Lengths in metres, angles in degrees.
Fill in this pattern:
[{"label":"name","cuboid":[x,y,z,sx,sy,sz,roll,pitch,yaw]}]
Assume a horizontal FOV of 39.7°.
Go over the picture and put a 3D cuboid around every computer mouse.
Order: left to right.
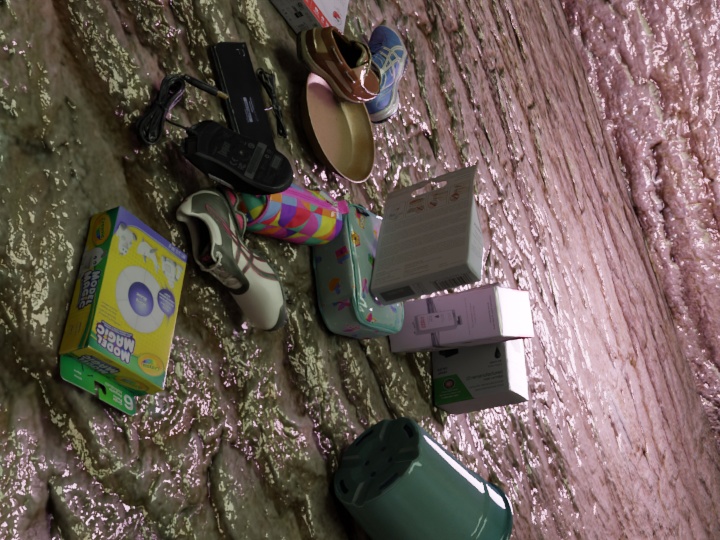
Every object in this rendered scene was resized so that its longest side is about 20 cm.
[{"label":"computer mouse","cuboid":[-0.175,-0.165,1.243,0.199,0.046,0.141,21,49,-13]}]

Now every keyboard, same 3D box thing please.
[{"label":"keyboard","cuboid":[-0.150,-0.226,1.410,0.127,0.021,0.201,-17,93,-56]}]

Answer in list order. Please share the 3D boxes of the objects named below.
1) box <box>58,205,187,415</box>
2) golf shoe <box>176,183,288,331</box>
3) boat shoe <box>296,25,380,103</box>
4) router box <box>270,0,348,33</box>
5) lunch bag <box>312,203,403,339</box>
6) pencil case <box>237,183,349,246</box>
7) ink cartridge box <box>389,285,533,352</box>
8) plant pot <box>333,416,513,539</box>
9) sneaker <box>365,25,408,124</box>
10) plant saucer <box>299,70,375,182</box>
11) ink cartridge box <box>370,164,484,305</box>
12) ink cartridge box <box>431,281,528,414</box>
[{"label":"box","cuboid":[-0.253,0.045,1.069,0.117,0.048,0.201,41,45,-45]},{"label":"golf shoe","cuboid":[-0.163,-0.006,1.236,0.088,0.077,0.200,-33,97,-53]},{"label":"boat shoe","cuboid":[-0.019,-0.321,1.555,0.200,0.074,0.076,20,59,-56]},{"label":"router box","cuboid":[-0.094,-0.476,1.597,0.200,0.049,0.180,46,40,-42]},{"label":"lunch bag","cuboid":[0.000,0.000,1.506,0.160,0.077,0.201,19,60,-57]},{"label":"pencil case","cuboid":[-0.102,-0.085,1.362,0.200,0.088,0.089,7,70,-59]},{"label":"ink cartridge box","cuboid":[0.162,0.083,1.629,0.146,0.199,0.083,7,74,-59]},{"label":"plant pot","cuboid":[0.078,0.320,1.391,0.196,0.200,0.200,50,37,-25]},{"label":"sneaker","cuboid":[0.034,-0.356,1.738,0.077,0.076,0.201,45,39,-49]},{"label":"plant saucer","cuboid":[-0.042,-0.232,1.586,0.200,0.035,0.201,36,47,-50]},{"label":"ink cartridge box","cuboid":[0.103,-0.053,1.467,0.047,0.160,0.200,50,36,-37]},{"label":"ink cartridge box","cuboid":[0.202,0.135,1.731,0.083,0.146,0.201,33,48,-51]}]
